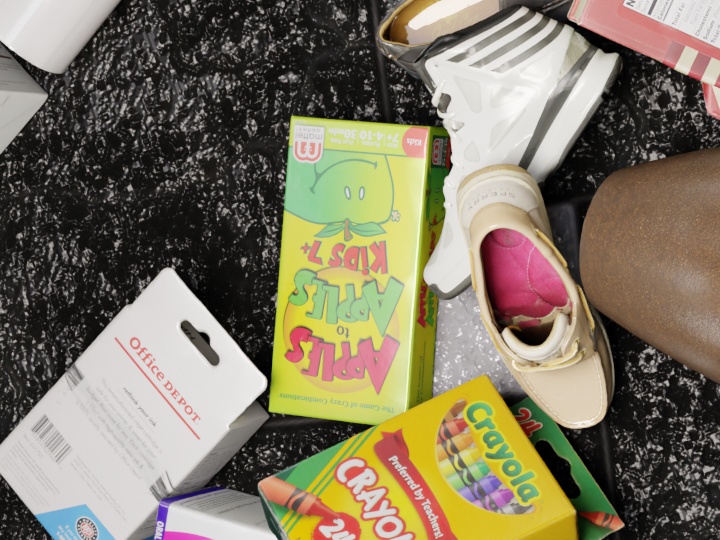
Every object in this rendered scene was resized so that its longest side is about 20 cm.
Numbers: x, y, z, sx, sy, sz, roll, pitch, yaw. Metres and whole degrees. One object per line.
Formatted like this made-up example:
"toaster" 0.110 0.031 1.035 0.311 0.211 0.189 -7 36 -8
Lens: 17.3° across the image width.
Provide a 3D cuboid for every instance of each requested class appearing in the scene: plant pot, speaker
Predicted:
"plant pot" 0.242 -0.004 1.439 0.200 0.187 0.188 12 96 35
"speaker" -0.178 -0.234 1.635 0.081 0.081 0.200 45 107 14

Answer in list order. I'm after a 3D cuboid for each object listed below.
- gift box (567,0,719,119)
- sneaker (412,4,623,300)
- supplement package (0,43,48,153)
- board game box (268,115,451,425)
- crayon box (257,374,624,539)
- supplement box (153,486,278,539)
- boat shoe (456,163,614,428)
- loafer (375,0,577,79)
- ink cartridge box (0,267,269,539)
"gift box" 0.239 -0.181 1.421 0.200 0.187 0.185 28 100 -1
"sneaker" 0.072 -0.085 1.524 0.115 0.076 0.201 34 111 2
"supplement package" -0.363 -0.141 1.671 0.200 0.151 0.152 47 107 14
"board game box" 0.000 0.000 1.588 0.101 0.048 0.201 6 93 21
"crayon box" 0.051 0.149 1.500 0.200 0.051 0.127 -25 51 -11
"supplement box" -0.037 0.220 1.580 0.199 0.103 0.102 12 95 19
"boat shoe" 0.109 0.031 1.487 0.074 0.069 0.200 -19 121 14
"loafer" 0.100 -0.184 1.530 0.200 0.072 0.073 -32 79 18
"ink cartridge box" -0.147 0.102 1.634 0.200 0.068 0.116 -46 76 19
